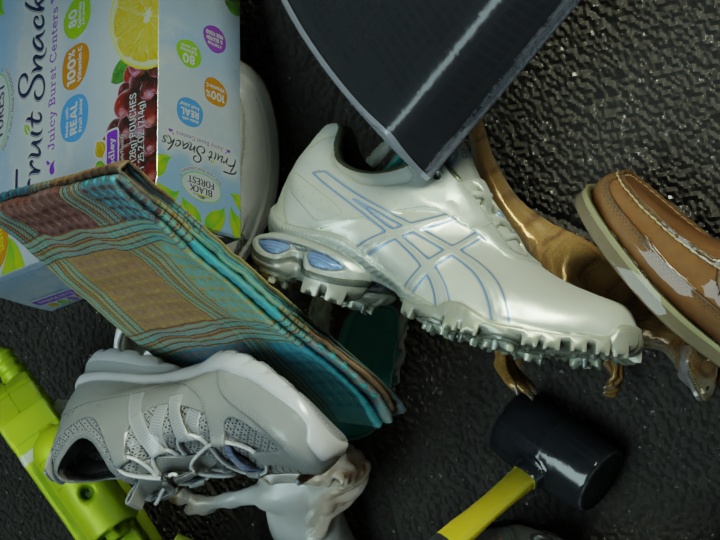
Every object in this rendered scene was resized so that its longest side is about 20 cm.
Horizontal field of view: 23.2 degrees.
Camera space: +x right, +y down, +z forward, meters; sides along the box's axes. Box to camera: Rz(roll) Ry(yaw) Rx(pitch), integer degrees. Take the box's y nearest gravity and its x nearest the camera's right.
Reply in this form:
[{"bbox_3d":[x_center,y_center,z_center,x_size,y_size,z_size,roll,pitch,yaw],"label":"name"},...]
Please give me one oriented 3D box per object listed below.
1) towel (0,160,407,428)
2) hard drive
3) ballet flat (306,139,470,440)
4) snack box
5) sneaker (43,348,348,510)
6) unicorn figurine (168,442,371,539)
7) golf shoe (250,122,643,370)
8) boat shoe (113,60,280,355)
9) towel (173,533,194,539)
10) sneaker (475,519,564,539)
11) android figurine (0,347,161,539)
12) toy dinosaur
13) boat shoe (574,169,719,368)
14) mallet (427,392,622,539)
[{"bbox_3d":[-0.088,0.021,0.893,0.200,0.022,0.147,42,151,-27],"label":"towel"},{"bbox_3d":[0.016,-0.155,0.849,0.135,0.042,0.200,-49,49,25],"label":"hard drive"},{"bbox_3d":[0.000,0.000,0.950,0.072,0.072,0.200,33,119,27],"label":"ballet flat"},{"bbox_3d":[-0.145,-0.095,0.985,0.168,0.068,0.200,-18,64,41],"label":"snack box"},{"bbox_3d":[-0.086,0.093,0.902,0.200,0.082,0.075,-2,139,48],"label":"sneaker"},{"bbox_3d":[-0.041,0.140,0.999,0.137,0.074,0.200,2,141,30],"label":"unicorn figurine"},{"bbox_3d":[0.047,-0.014,0.837,0.200,0.078,0.097,18,88,20],"label":"golf shoe"},{"bbox_3d":[-0.101,-0.025,1.016,0.071,0.069,0.200,29,118,31],"label":"boat shoe"},{"bbox_3d":[-0.032,0.226,0.955,0.200,0.018,0.086,27,78,9],"label":"towel"},{"bbox_3d":[0.079,0.178,0.879,0.071,0.098,0.200,59,174,-16],"label":"sneaker"},{"bbox_3d":[-0.163,0.134,1.056,0.200,0.041,0.182,54,171,13],"label":"android figurine"},{"bbox_3d":[0.098,0.002,0.886,0.200,0.060,0.106,43,104,13],"label":"toy dinosaur"},{"bbox_3d":[0.188,0.016,0.806,0.200,0.072,0.068,45,114,11],"label":"boat shoe"},{"bbox_3d":[0.041,0.126,0.873,0.066,0.200,0.041,40,146,35],"label":"mallet"}]
